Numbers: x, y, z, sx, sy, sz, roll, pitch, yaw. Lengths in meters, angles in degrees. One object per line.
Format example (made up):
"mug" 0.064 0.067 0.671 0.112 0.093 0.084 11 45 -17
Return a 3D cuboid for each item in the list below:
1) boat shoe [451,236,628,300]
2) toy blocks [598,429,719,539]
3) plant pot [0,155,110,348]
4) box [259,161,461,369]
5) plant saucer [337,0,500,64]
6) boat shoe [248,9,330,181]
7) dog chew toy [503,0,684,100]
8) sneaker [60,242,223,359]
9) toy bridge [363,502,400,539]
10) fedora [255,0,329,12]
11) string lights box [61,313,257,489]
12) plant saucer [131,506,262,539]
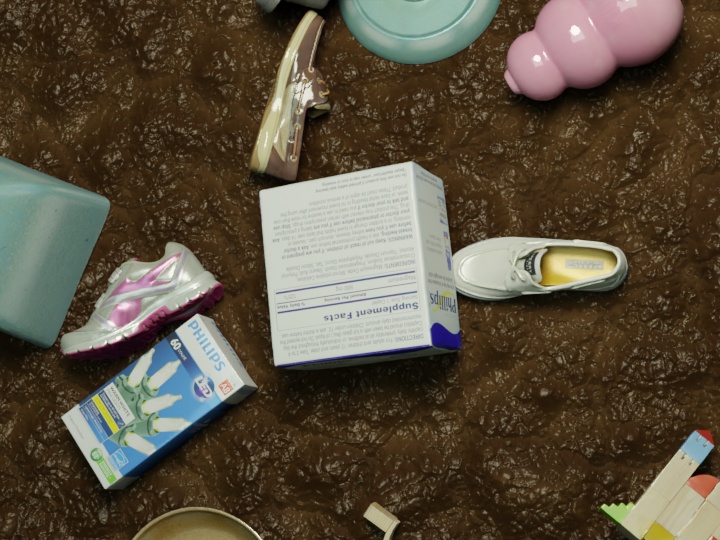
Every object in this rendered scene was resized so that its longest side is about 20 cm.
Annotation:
"boat shoe" 0.188 -0.004 1.343 0.200 0.070 0.071 1 82 14
"toy blocks" 0.366 0.259 1.268 0.200 0.100 0.137 39 80 15
"plant pot" -0.443 -0.042 1.418 0.195 0.200 0.197 21 87 15
"box" 0.000 0.000 1.354 0.184 0.105 0.201 -9 80 21
"plant saucer" 0.066 -0.341 1.439 0.200 0.027 0.201 -2 81 12
"boat shoe" -0.069 -0.200 1.433 0.072 0.072 0.200 19 81 -7
"dog chew toy" 0.247 -0.257 1.345 0.200 0.125 0.125 -31 77 14
"sneaker" -0.262 0.036 1.435 0.200 0.081 0.088 -28 76 -1
"toy bridge" -0.015 0.357 1.360 0.067 0.027 0.200 33 90 13
"fedora" -0.054 -0.377 1.420 0.090 0.177 0.200 18 45 -19
"string lights box" -0.230 0.151 1.417 0.200 0.059 0.103 -37 75 5
"plant saucer" -0.179 0.367 1.389 0.200 0.035 0.201 -2 81 11
